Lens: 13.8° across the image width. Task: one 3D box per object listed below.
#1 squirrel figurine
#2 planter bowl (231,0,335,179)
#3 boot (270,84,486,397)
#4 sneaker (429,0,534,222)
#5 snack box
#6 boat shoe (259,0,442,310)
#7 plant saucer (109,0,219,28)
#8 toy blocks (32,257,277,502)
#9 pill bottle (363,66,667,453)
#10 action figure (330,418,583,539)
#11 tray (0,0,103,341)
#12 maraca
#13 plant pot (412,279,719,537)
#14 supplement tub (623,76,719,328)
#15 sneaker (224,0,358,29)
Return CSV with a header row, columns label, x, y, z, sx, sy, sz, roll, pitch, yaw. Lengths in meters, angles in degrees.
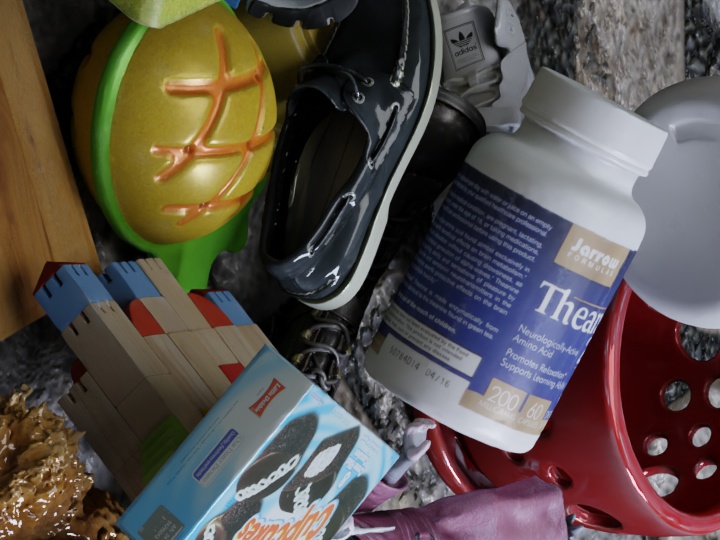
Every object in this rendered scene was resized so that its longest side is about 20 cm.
label,x,y,z,sx,sy,sz,roll,pitch,yaw
squirrel figurine,-0.190,0.163,1.468,0.186,0.141,0.201,28,50,-36
planter bowl,-0.035,-0.155,1.740,0.200,0.083,0.202,2,87,-50
boot,0.000,0.000,1.716,0.069,0.200,0.175,25,57,-6
sneaker,0.069,-0.100,1.846,0.200,0.075,0.115,-57,129,-70
snack box,-0.049,0.112,1.528,0.116,0.037,0.200,-50,161,-2
boat shoe,-0.013,-0.082,1.653,0.066,0.074,0.200,24,84,-51
plant saucer,-0.112,-0.234,1.577,0.200,0.048,0.200,42,41,15
toy blocks,-0.103,0.053,1.591,0.137,0.100,0.200,52,21,16
pill bottle,0.093,-0.008,1.682,0.111,0.111,0.201,20,99,-49
action figure,0.023,0.156,1.696,0.199,0.149,0.135,10,81,-34
tray,-0.203,-0.069,1.567,0.099,0.037,0.201,-33,113,-47
maraca,-0.099,-0.067,1.647,0.137,0.107,0.201,-48,145,-30
plant pot,0.142,0.064,1.872,0.200,0.182,0.202,2,88,-51
supplement tub,0.252,-0.045,1.762,0.200,0.145,0.146,-7,94,-50
sneaker,-0.093,-0.203,1.648,0.199,0.075,0.087,20,48,-16
